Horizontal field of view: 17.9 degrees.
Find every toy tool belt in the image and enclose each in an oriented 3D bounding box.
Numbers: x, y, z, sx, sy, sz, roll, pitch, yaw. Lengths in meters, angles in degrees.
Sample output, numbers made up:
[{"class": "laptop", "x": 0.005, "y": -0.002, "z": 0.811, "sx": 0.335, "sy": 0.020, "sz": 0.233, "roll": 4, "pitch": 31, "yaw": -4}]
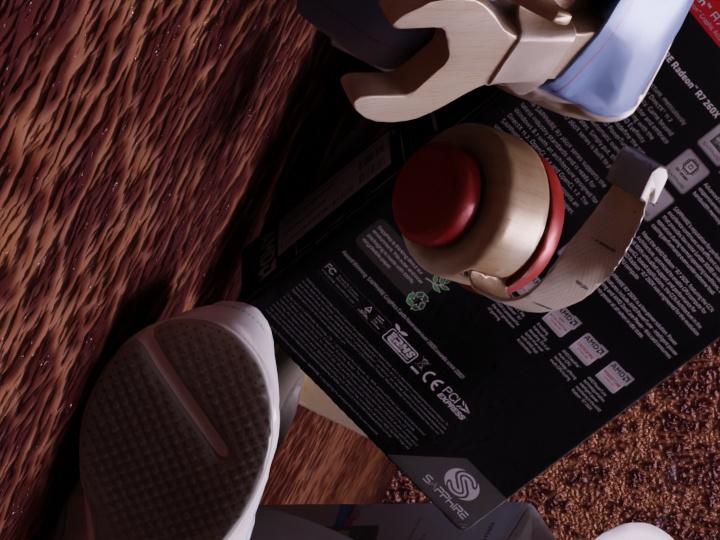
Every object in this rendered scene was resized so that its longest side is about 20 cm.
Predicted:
[{"class": "toy tool belt", "x": 0.034, "y": -0.096, "z": 0.633, "sx": 0.122, "sy": 0.125, "sz": 0.201, "roll": 15, "pitch": 105, "yaw": -42}]

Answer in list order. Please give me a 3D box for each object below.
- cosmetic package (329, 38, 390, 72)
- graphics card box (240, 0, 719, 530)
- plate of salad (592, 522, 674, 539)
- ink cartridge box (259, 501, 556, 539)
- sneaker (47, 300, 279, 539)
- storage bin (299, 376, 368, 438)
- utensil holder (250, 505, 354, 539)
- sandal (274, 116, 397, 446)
[{"class": "cosmetic package", "x": 0.058, "y": -0.152, "z": 0.800, "sx": 0.200, "sy": 0.050, "sz": 0.083, "roll": -58, "pitch": 174, "yaw": -43}, {"class": "graphics card box", "x": 0.070, "y": -0.015, "z": 0.789, "sx": 0.200, "sy": 0.125, "sz": 0.051, "roll": -40, "pitch": -158, "yaw": 14}, {"class": "plate of salad", "x": 0.090, "y": 0.201, "z": 0.923, "sx": 0.199, "sy": 0.048, "sz": 0.202, "roll": -13, "pitch": 106, "yaw": -56}, {"class": "ink cartridge box", "x": 0.018, "y": 0.182, "z": 1.039, "sx": 0.199, "sy": 0.148, "sz": 0.086, "roll": -8, "pitch": -140, "yaw": 41}, {"class": "sneaker", "x": -0.069, "y": 0.101, "z": 0.711, "sx": 0.080, "sy": 0.070, "sz": 0.202, "roll": -55, "pitch": 170, "yaw": -75}, {"class": "storage bin", "x": 0.055, "y": -0.022, "z": 1.211, "sx": 0.200, "sy": 0.093, "sz": 0.200, "roll": -65, "pitch": 174, "yaw": 19}, {"class": "utensil holder", "x": -0.054, "y": 0.214, "z": 0.891, "sx": 0.201, "sy": 0.169, "sz": 0.170, "roll": -66, "pitch": 174, "yaw": 15}, {"class": "sandal", "x": 0.000, "y": 0.000, "z": 0.882, "sx": 0.201, "sy": 0.054, "sz": 0.082, "roll": -66, "pitch": 174, "yaw": 30}]
